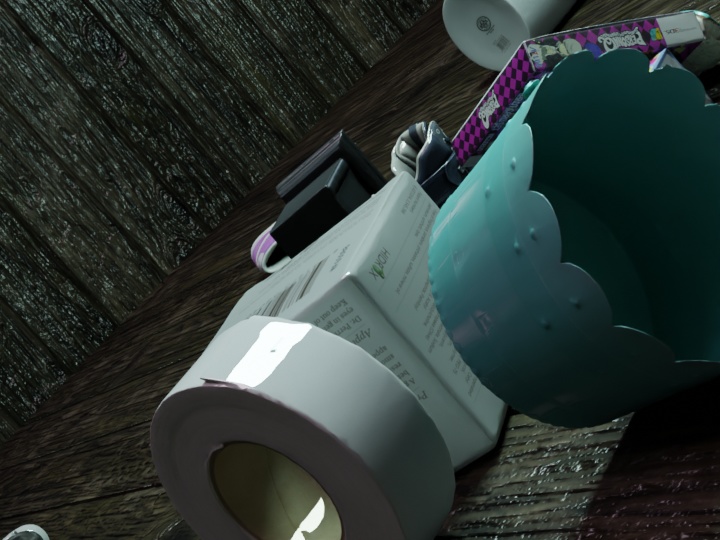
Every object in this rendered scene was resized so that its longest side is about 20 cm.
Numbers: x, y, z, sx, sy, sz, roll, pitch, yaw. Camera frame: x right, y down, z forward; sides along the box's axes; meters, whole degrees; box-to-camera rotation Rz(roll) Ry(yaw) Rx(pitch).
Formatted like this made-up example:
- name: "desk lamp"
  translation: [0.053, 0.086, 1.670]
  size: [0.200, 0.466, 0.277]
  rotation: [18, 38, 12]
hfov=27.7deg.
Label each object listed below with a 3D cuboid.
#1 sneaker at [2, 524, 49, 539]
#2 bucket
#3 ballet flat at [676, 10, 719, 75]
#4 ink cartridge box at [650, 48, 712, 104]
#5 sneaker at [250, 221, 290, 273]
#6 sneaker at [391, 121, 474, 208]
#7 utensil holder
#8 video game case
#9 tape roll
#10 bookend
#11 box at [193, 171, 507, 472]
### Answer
- name: "sneaker"
  translation: [-0.477, 0.404, 1.846]
  size: [0.200, 0.067, 0.090]
  rotation: [-42, 8, -8]
- name: "bucket"
  translation: [0.147, -0.013, 0.871]
  size: [0.208, 0.207, 0.135]
  rotation: [-51, 6, -39]
- name: "ballet flat"
  translation: [0.301, -0.202, 1.429]
  size: [0.072, 0.072, 0.200]
  rotation: [-43, 5, -5]
- name: "ink cartridge box"
  translation: [0.205, -0.093, 1.303]
  size: [0.199, 0.076, 0.137]
  rotation: [-36, 12, 40]
- name: "sneaker"
  translation: [-0.092, -0.074, 2.332]
  size: [0.201, 0.072, 0.114]
  rotation: [-53, 15, 0]
- name: "sneaker"
  translation: [0.118, -0.113, 1.506]
  size: [0.077, 0.146, 0.203]
  rotation: [-30, 14, 52]
- name: "utensil holder"
  translation: [0.239, -0.427, 2.227]
  size: [0.200, 0.170, 0.169]
  rotation: [-50, 13, -31]
- name: "video game case"
  translation: [0.198, -0.167, 1.363]
  size: [0.179, 0.036, 0.200]
  rotation: [-13, -17, -21]
- name: "tape roll"
  translation: [-0.040, 0.130, 0.966]
  size: [0.202, 0.203, 0.071]
  rotation: [-30, 15, 48]
- name: "bookend"
  translation: [0.000, 0.000, 1.338]
  size: [0.092, 0.200, 0.199]
  rotation: [-38, 11, 21]
- name: "box"
  translation: [0.000, 0.071, 1.134]
  size: [0.198, 0.172, 0.200]
  rotation: [-36, 11, 28]
